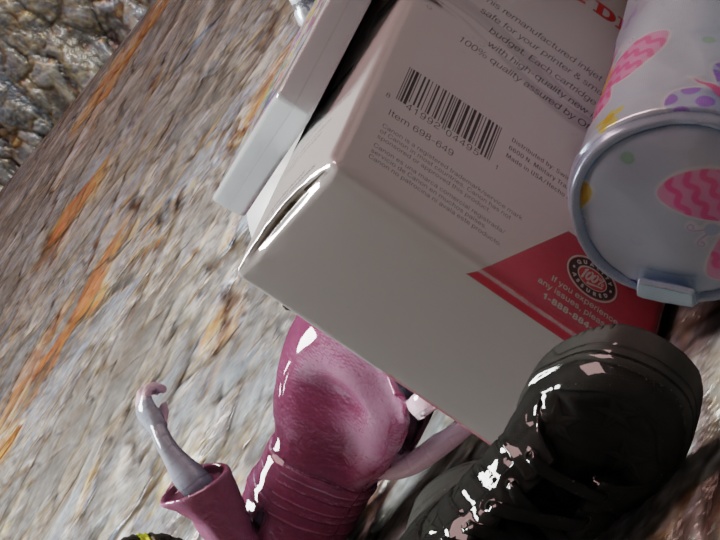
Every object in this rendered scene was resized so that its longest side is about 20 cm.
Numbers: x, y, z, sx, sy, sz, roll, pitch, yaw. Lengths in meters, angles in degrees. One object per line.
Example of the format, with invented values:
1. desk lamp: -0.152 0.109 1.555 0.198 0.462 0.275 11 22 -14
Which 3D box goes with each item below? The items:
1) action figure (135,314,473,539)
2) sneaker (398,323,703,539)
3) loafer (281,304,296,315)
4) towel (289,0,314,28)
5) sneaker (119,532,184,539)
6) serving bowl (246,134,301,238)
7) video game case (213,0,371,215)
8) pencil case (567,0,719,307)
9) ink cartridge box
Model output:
1. action figure: -0.012 0.089 1.094 0.149 0.134 0.201 38 110 34
2. sneaker: 0.044 0.105 0.861 0.200 0.060 0.104 -48 11 50
3. loafer: 0.000 0.000 1.270 0.075 0.070 0.200 -52 12 7
4. towel: 0.042 -0.212 1.286 0.199 0.166 0.086 -20 3 -16
5. sneaker: -0.091 0.212 1.038 0.077 0.075 0.201 89 -169 -60
6. serving bowl: 0.024 -0.076 1.228 0.199 0.066 0.200 -28 13 7
7. video game case: 0.001 -0.129 1.052 0.201 0.018 0.143 -63 5 -20
8. pencil case: 0.131 -0.074 0.953 0.200 0.083 0.091 -69 1 -52
9. ink cartridge box: 0.055 -0.044 1.006 0.085 0.145 0.200 -46 14 44
